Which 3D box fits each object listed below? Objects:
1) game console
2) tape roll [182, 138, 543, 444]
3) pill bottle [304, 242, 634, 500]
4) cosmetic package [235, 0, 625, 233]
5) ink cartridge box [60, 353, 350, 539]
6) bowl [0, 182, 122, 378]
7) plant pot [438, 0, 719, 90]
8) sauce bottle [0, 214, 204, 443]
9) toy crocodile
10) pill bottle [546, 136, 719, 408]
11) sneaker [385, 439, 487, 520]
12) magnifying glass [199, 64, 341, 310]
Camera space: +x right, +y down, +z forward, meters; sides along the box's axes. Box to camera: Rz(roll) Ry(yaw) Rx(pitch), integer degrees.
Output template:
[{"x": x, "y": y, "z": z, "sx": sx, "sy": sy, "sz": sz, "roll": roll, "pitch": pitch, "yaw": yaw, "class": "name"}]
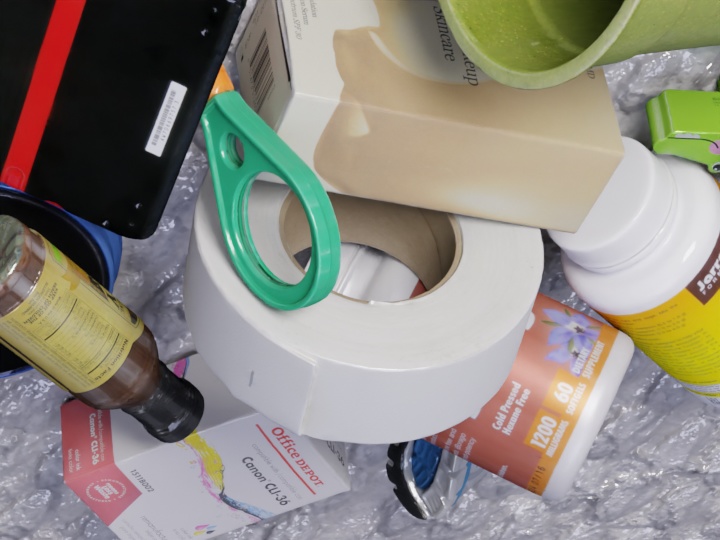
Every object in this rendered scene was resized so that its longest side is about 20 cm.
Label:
[{"x": -0.164, "y": -0.117, "z": 1.194, "sx": 0.176, "sy": 0.031, "sz": 0.200, "roll": 23, "pitch": 135, "yaw": -4, "class": "game console"}, {"x": 0.000, "y": 0.000, "z": 1.281, "sx": 0.202, "sy": 0.203, "sz": 0.071, "roll": 1, "pitch": 140, "yaw": -12, "class": "tape roll"}, {"x": 0.056, "y": 0.050, "z": 1.375, "sx": 0.199, "sy": 0.112, "sz": 0.112, "roll": 25, "pitch": 137, "yaw": 5, "class": "pill bottle"}, {"x": 0.038, "y": -0.093, "z": 1.256, "sx": 0.199, "sy": 0.105, "sz": 0.071, "roll": 8, "pitch": 137, "yaw": -22, "class": "cosmetic package"}, {"x": -0.085, "y": 0.111, "z": 1.500, "sx": 0.199, "sy": 0.068, "sz": 0.117, "roll": -21, "pitch": 139, "yaw": 14, "class": "ink cartridge box"}, {"x": -0.242, "y": -0.003, "z": 1.355, "sx": 0.200, "sy": 0.039, "sz": 0.201, "roll": -6, "pitch": 140, "yaw": -5, "class": "bowl"}, {"x": 0.164, "y": -0.186, "z": 1.130, "sx": 0.189, "sy": 0.200, "sz": 0.200, "roll": 0, "pitch": 141, "yaw": -32, "class": "plant pot"}, {"x": -0.165, "y": 0.041, "z": 1.344, "sx": 0.065, "sy": 0.065, "sz": 0.200, "roll": -25, "pitch": 139, "yaw": 18, "class": "sauce bottle"}, {"x": 0.267, "y": -0.082, "z": 1.343, "sx": 0.199, "sy": 0.068, "sz": 0.062, "roll": -1, "pitch": 140, "yaw": -10, "class": "toy crocodile"}, {"x": 0.198, "y": -0.001, "z": 1.392, "sx": 0.109, "sy": 0.110, "sz": 0.200, "roll": -30, "pitch": 136, "yaw": 23, "class": "pill bottle"}, {"x": 0.083, "y": 0.074, "z": 1.505, "sx": 0.087, "sy": 0.075, "sz": 0.200, "roll": -21, "pitch": 146, "yaw": -41, "class": "sneaker"}, {"x": -0.067, "y": -0.072, "z": 1.200, "sx": 0.022, "sy": 0.200, "sz": 0.080, "roll": -20, "pitch": 168, "yaw": -39, "class": "magnifying glass"}]
